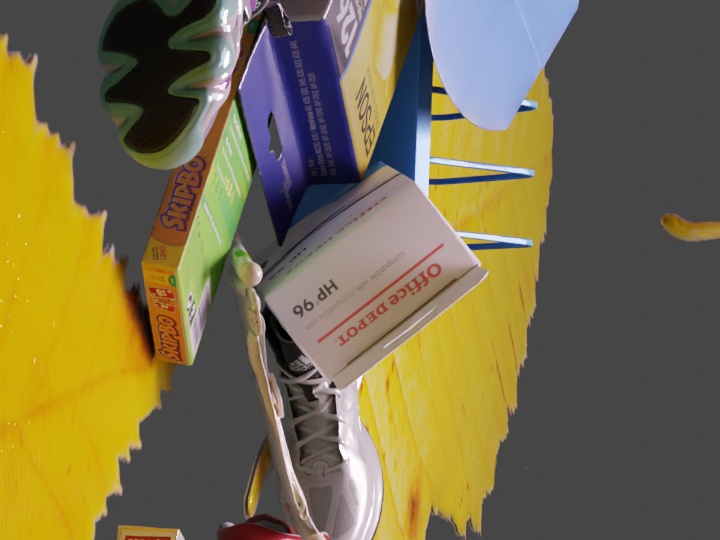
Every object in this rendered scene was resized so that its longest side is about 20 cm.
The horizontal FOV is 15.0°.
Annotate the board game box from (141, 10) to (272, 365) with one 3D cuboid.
[{"bbox_3d":[-0.083,-0.055,1.552,0.096,0.030,0.200,87,18,-55],"label":"board game box"}]

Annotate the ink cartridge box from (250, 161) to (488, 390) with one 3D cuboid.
[{"bbox_3d":[0.000,0.000,1.649,0.068,0.116,0.200,52,-2,-10],"label":"ink cartridge box"}]

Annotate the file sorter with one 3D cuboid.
[{"bbox_3d":[0.041,-0.113,1.850,0.123,0.139,0.200,5,85,-38],"label":"file sorter"}]

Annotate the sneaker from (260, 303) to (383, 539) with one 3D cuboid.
[{"bbox_3d":[-0.038,0.091,1.804,0.115,0.076,0.201,47,37,-63],"label":"sneaker"}]

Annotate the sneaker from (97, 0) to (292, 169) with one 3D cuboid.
[{"bbox_3d":[-0.074,-0.137,1.456,0.140,0.078,0.200,32,60,-62],"label":"sneaker"}]

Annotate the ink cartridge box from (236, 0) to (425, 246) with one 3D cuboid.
[{"bbox_3d":[-0.013,-0.140,1.633,0.198,0.047,0.200,77,26,-63],"label":"ink cartridge box"}]

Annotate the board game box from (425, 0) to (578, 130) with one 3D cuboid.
[{"bbox_3d":[0.079,-0.190,1.767,0.200,0.039,0.158,-59,141,-32],"label":"board game box"}]

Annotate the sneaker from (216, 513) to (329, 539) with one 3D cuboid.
[{"bbox_3d":[-0.050,0.223,1.714,0.200,0.071,0.113,65,31,-62],"label":"sneaker"}]

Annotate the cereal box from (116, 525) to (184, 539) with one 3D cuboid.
[{"bbox_3d":[-0.114,0.253,1.463,0.144,0.039,0.200,75,19,-62],"label":"cereal box"}]

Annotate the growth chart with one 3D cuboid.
[{"bbox_3d":[-0.053,0.072,1.612,0.145,0.018,0.200,-121,-163,-72],"label":"growth chart"}]
